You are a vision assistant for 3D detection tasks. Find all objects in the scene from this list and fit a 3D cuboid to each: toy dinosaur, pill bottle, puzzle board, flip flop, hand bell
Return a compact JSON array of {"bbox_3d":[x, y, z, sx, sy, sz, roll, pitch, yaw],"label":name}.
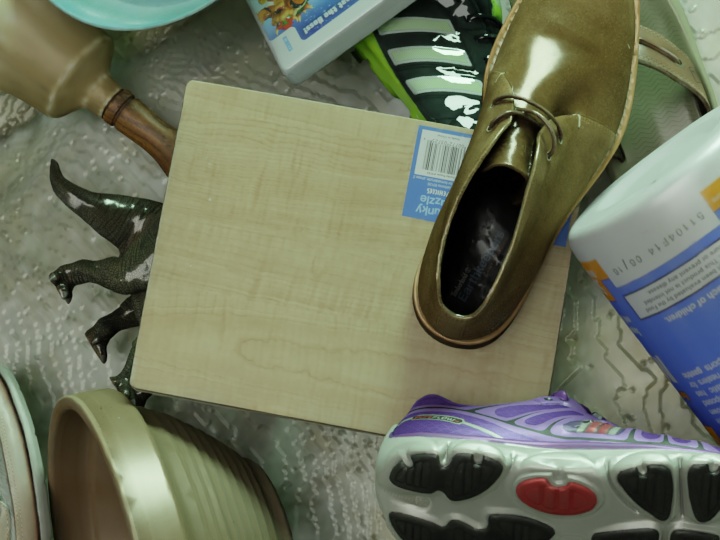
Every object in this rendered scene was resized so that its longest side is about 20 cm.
[{"bbox_3d":[-0.101,0.016,0.885,0.102,0.077,0.201,-31,63,-8],"label":"toy dinosaur"},{"bbox_3d":[0.195,0.031,0.749,0.112,0.112,0.201,-37,94,10],"label":"pill bottle"},{"bbox_3d":[0.000,0.000,0.788,0.198,0.017,0.152,10,82,2],"label":"puzzle board"},{"bbox_3d":[0.136,-0.085,0.819,0.080,0.058,0.202,-24,79,14],"label":"flip flop"},{"bbox_3d":[-0.126,-0.084,0.899,0.199,0.104,0.104,38,96,3],"label":"hand bell"}]

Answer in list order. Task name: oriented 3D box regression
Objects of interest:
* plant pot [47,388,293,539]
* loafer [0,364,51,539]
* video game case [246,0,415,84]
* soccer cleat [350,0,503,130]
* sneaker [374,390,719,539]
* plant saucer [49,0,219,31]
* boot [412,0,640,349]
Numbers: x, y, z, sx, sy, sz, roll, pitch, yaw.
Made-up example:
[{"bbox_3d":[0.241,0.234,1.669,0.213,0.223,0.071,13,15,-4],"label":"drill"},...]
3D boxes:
[{"bbox_3d":[-0.088,0.153,0.823,0.092,0.201,0.203,-10,80,-21],"label":"plant pot"},{"bbox_3d":[-0.202,0.152,0.885,0.072,0.062,0.202,-19,80,55],"label":"loafer"},{"bbox_3d":[-0.017,-0.211,0.867,0.143,0.018,0.201,-34,58,12],"label":"video game case"},{"bbox_3d":[0.052,-0.104,0.844,0.081,0.067,0.200,-42,72,8],"label":"soccer cleat"},{"bbox_3d":[0.107,0.086,0.722,0.198,0.084,0.081,10,124,9],"label":"sneaker"},{"bbox_3d":[-0.099,-0.218,0.834,0.198,0.027,0.203,-4,82,30],"label":"plant saucer"},{"bbox_3d":[0.081,-0.062,0.749,0.073,0.075,0.202,21,82,6],"label":"boot"}]
